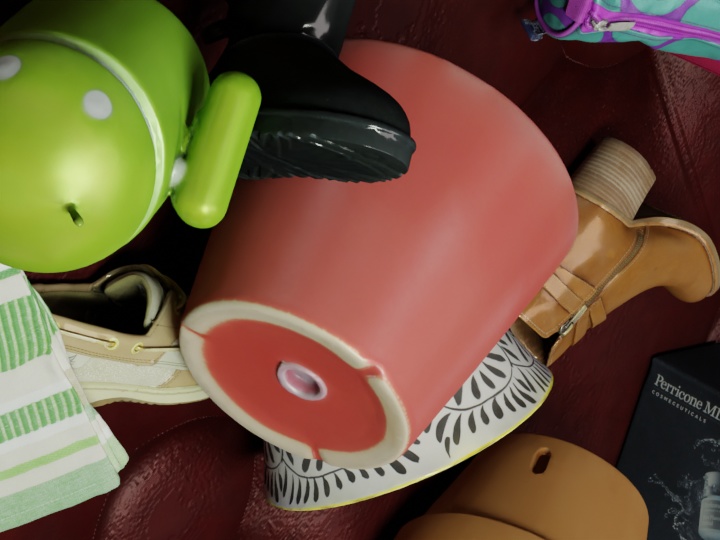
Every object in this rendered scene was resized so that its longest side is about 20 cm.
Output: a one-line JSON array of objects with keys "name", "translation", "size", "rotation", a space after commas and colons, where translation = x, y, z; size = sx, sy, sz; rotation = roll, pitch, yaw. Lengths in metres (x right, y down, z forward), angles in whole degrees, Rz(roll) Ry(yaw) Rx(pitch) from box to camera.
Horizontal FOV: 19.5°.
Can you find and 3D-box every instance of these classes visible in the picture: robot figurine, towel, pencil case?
[{"name": "robot figurine", "translation": [-0.141, -0.071, 1.019], "size": [0.200, 0.175, 0.116], "rotation": [-64, 172, -65]}, {"name": "towel", "translation": [-0.217, 0.073, 1.090], "size": [0.152, 0.023, 0.200], "rotation": [-20, 138, -3]}, {"name": "pencil case", "translation": [0.212, -0.179, 1.397], "size": [0.199, 0.093, 0.085], "rotation": [6, 141, -24]}]

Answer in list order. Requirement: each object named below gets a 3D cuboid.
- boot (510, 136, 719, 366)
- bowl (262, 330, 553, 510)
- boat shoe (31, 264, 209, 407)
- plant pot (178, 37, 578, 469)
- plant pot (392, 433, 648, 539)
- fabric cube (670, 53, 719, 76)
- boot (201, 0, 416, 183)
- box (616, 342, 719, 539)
[{"name": "boot", "translation": [0.186, 0.013, 1.567], "size": [0.155, 0.077, 0.200], "rotation": [-56, 143, -11]}, {"name": "bowl", "translation": [0.012, 0.063, 1.324], "size": [0.201, 0.200, 0.094], "rotation": [-33, 106, -35]}, {"name": "boat shoe", "translation": [-0.128, 0.033, 1.184], "size": [0.200, 0.074, 0.067], "rotation": [-8, 125, -49]}, {"name": "plant pot", "translation": [0.000, 0.000, 1.177], "size": [0.178, 0.200, 0.201], "rotation": [-60, 150, -33]}, {"name": "plant pot", "translation": [0.125, 0.215, 1.555], "size": [0.140, 0.200, 0.200], "rotation": [-61, 150, -32]}, {"name": "fabric cube", "translation": [0.363, -0.223, 1.524], "size": [0.196, 0.199, 0.201], "rotation": [-12, 123, -49]}, {"name": "boot", "translation": [-0.022, -0.131, 1.079], "size": [0.073, 0.198, 0.163], "rotation": [22, 81, -30]}, {"name": "box", "translation": [0.322, 0.194, 1.768], "size": [0.117, 0.196, 0.201], "rotation": [-6, 118, -49]}]
